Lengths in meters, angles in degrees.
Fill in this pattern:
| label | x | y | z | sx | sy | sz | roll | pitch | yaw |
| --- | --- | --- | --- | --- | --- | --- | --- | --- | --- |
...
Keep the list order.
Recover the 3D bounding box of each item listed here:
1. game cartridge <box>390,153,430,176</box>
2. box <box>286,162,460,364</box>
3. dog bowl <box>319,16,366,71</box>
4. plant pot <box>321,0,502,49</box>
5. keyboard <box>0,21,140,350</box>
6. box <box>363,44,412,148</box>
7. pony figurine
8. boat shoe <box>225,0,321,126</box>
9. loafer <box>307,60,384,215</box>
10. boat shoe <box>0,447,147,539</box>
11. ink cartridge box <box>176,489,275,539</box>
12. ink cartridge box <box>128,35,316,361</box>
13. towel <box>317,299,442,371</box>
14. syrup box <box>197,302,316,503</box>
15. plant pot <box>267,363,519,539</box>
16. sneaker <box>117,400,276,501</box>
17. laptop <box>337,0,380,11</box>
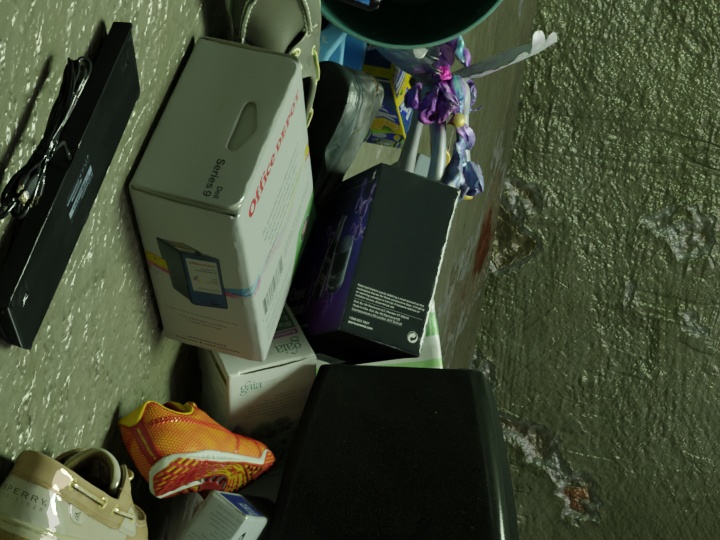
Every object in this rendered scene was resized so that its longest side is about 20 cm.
| label | x | y | z | sx | sy | sz | roll | pitch | yaw |
| --- | --- | --- | --- | --- | --- | --- | --- | --- | --- |
| game cartridge | 0.013 | -0.041 | 1.632 | 0.200 | 0.040 | 0.135 | -34 | -144 | 56 |
| box | 0.000 | 0.000 | 1.321 | 0.200 | 0.078 | 0.143 | 162 | -54 | -70 |
| dog bowl | -0.040 | -0.175 | 1.399 | 0.200 | 0.049 | 0.113 | -62 | 162 | -57 |
| plant pot | 0.041 | -0.288 | 1.321 | 0.161 | 0.198 | 0.203 | -61 | 163 | -82 |
| keyboard | -0.174 | -0.061 | 0.911 | 0.127 | 0.020 | 0.202 | 96 | 10 | -63 |
| box | 0.017 | -0.193 | 1.625 | 0.200 | 0.069 | 0.065 | 68 | 34 | -72 |
| pony figurine | 0.078 | -0.167 | 1.461 | 0.193 | 0.165 | 0.203 | -155 | -114 | -70 |
| boat shoe | -0.063 | -0.161 | 1.178 | 0.202 | 0.071 | 0.061 | 96 | -14 | -63 |
| loafer | -0.041 | -0.079 | 1.310 | 0.072 | 0.073 | 0.201 | 0 | 130 | -52 |
| boat shoe | -0.176 | 0.149 | 1.009 | 0.200 | 0.073 | 0.070 | 43 | 67 | -77 |
| ink cartridge box | -0.140 | 0.267 | 1.242 | 0.201 | 0.040 | 0.200 | -53 | 168 | -2 |
| ink cartridge box | -0.095 | -0.050 | 1.158 | 0.201 | 0.086 | 0.146 | 89 | 17 | -58 |
| towel | -0.005 | 0.039 | 1.432 | 0.023 | 0.151 | 0.203 | 101 | -16 | -78 |
| syrup box | -0.091 | 0.127 | 1.344 | 0.082 | 0.078 | 0.202 | -123 | -152 | -44 |
| plant pot | 0.035 | 0.174 | 1.304 | 0.200 | 0.197 | 0.180 | 48 | 43 | -77 |
| sneaker | -0.121 | 0.136 | 1.221 | 0.073 | 0.078 | 0.200 | -34 | 159 | 5 |
| laptop | -0.031 | -0.304 | 1.137 | 0.200 | 0.102 | 0.179 | 22 | 81 | -80 |
